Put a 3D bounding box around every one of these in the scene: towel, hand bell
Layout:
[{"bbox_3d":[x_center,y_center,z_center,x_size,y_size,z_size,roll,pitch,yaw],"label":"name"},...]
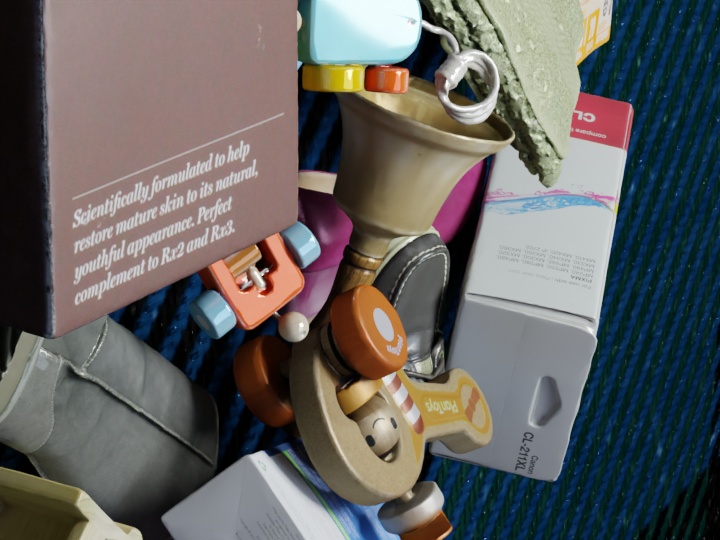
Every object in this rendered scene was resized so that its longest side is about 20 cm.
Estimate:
[{"bbox_3d":[0.078,-0.157,1.292,0.200,0.036,0.148,54,33,-43],"label":"towel"},{"bbox_3d":[0.000,0.000,1.256,0.104,0.104,0.200,-11,125,-60],"label":"hand bell"}]

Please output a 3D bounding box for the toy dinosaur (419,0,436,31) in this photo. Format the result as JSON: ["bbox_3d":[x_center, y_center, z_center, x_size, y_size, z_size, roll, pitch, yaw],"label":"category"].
[{"bbox_3d":[0.035,-0.190,1.332,0.200,0.077,0.102,2,105,-59],"label":"toy dinosaur"}]

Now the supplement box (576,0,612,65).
[{"bbox_3d":[0.115,-0.231,1.444,0.126,0.073,0.200,-42,136,-66],"label":"supplement box"}]

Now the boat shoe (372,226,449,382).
[{"bbox_3d":[0.022,0.066,1.356,0.072,0.066,0.201,-17,135,-44],"label":"boat shoe"}]

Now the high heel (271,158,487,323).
[{"bbox_3d":[0.011,-0.053,1.350,0.200,0.067,0.096,-34,141,-37],"label":"high heel"}]

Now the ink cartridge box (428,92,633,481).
[{"bbox_3d":[0.105,0.005,1.433,0.200,0.083,0.146,-74,176,-46],"label":"ink cartridge box"}]

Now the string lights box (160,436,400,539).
[{"bbox_3d":[-0.024,0.142,1.217,0.059,0.103,0.200,-36,173,11],"label":"string lights box"}]

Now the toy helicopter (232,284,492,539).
[{"bbox_3d":[0.025,0.084,1.220,0.200,0.079,0.132,4,61,-63],"label":"toy helicopter"}]

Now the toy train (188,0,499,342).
[{"bbox_3d":[-0.033,-0.068,1.148,0.200,0.056,0.150,-43,116,-18],"label":"toy train"}]

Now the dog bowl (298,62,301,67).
[{"bbox_3d":[-0.053,-0.183,1.198,0.111,0.050,0.200,17,85,-62],"label":"dog bowl"}]

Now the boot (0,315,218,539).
[{"bbox_3d":[-0.117,0.036,1.140,0.182,0.073,0.200,-60,143,-7],"label":"boot"}]

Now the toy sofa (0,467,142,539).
[{"bbox_3d":[-0.178,0.195,1.073,0.200,0.083,0.098,-66,149,-23],"label":"toy sofa"}]

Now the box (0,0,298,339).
[{"bbox_3d":[-0.149,-0.089,0.893,0.166,0.200,0.164,-27,123,-54],"label":"box"}]
